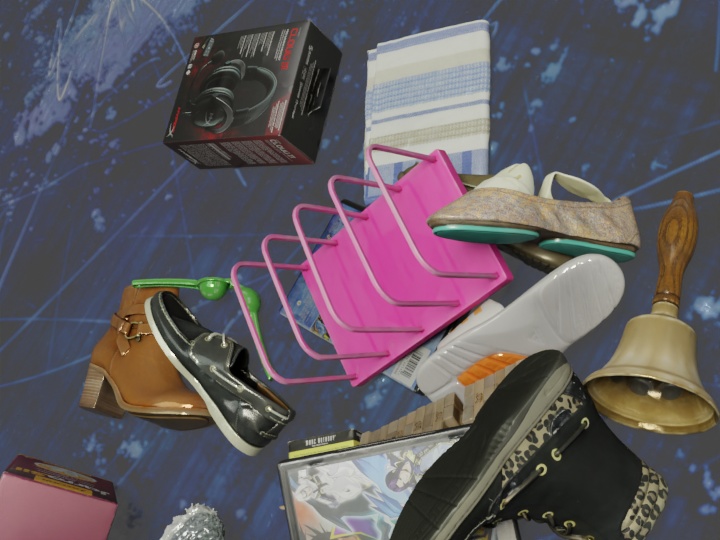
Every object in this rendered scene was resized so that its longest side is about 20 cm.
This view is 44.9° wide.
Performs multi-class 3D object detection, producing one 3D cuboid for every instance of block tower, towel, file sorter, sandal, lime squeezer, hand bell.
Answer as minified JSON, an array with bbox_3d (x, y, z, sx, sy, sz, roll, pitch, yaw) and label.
[{"bbox_3d":[0.093,0.138,0.747,0.200,0.058,0.054,-28,20,21],"label":"block tower"},{"bbox_3d":[0.070,-0.167,0.928,0.146,0.024,0.201,-8,68,27],"label":"towel"},{"bbox_3d":[0.000,0.000,0.776,0.200,0.125,0.139,-39,65,32],"label":"file sorter"},{"bbox_3d":[0.141,0.052,0.761,0.207,0.079,0.059,-39,14,23],"label":"sandal"},{"bbox_3d":[-0.155,0.039,0.958,0.200,0.038,0.071,31,90,16],"label":"lime squeezer"},{"bbox_3d":[0.251,0.021,0.714,0.104,0.104,0.201,2,58,32],"label":"hand bell"}]

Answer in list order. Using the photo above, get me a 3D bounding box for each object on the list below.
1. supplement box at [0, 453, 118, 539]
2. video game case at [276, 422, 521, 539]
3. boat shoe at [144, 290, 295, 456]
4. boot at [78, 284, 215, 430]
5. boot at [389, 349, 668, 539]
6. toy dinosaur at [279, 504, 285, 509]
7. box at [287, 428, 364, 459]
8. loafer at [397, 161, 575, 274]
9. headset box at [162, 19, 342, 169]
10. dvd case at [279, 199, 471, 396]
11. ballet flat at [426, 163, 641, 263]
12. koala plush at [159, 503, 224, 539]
[{"bbox_3d":[-0.309,0.246,0.867,0.200,0.110,0.086,158,131,-71],"label":"supplement box"},{"bbox_3d":[0.040,0.235,0.693,0.180,0.026,0.201,-12,84,6],"label":"video game case"},{"bbox_3d":[-0.146,0.093,0.898,0.068,0.072,0.200,-44,76,14],"label":"boat shoe"},{"bbox_3d":[-0.221,0.093,0.974,0.199,0.077,0.156,0,66,39],"label":"boot"},{"bbox_3d":[0.129,0.180,0.644,0.204,0.154,0.073,-49,14,-16],"label":"boot"},{"bbox_3d":[0.036,0.225,0.727,0.200,0.060,0.106,42,72,17],"label":"toy dinosaur"},{"bbox_3d":[-0.021,0.250,0.788,0.075,0.050,0.201,-16,61,22],"label":"box"},{"bbox_3d":[0.125,-0.059,0.821,0.200,0.076,0.068,30,86,27],"label":"loafer"},{"bbox_3d":[-0.119,-0.203,1.026,0.199,0.077,0.149,3,71,34],"label":"headset box"},{"bbox_3d":[0.021,0.020,0.881,0.200,0.018,0.143,26,84,37],"label":"dvd case"},{"bbox_3d":[0.143,-0.050,0.717,0.068,0.199,0.068,-15,70,62],"label":"ballet flat"},{"bbox_3d":[-0.166,0.329,0.783,0.200,0.184,0.177,-42,54,-5],"label":"koala plush"}]
